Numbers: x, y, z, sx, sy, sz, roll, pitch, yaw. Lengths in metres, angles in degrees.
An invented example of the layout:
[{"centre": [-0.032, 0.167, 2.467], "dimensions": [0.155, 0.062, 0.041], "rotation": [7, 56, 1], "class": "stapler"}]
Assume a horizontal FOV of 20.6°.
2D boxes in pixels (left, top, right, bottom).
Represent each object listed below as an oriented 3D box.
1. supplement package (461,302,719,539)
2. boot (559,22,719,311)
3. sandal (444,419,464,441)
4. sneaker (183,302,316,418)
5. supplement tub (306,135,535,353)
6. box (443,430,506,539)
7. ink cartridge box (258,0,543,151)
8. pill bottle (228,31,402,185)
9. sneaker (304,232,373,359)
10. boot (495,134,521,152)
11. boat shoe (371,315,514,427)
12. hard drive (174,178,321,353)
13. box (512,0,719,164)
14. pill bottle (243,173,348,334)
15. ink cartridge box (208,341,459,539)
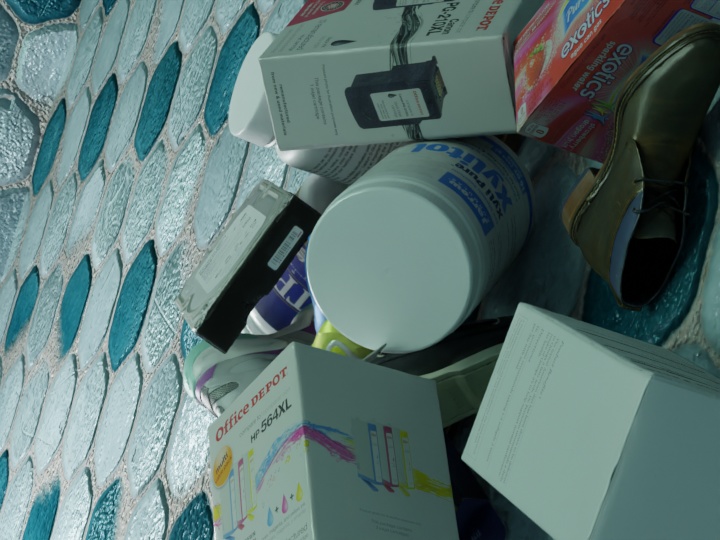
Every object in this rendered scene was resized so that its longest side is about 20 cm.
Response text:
[{"centre": [0.164, 0.108, 1.223], "dimensions": [0.117, 0.117, 0.200], "rotation": [-69, 20, 6], "class": "supplement package"}, {"centre": [0.209, -0.066, 1.340], "dimensions": [0.097, 0.075, 0.200], "rotation": [-110, 34, -41], "class": "boot"}, {"centre": [0.044, 0.093, 1.627], "dimensions": [0.200, 0.055, 0.082], "rotation": [14, 86, 69], "class": "sandal"}, {"centre": [-0.037, 0.097, 1.681], "dimensions": [0.140, 0.200, 0.078], "rotation": [44, 148, 48], "class": "sneaker"}, {"centre": [0.050, -0.028, 1.500], "dimensions": [0.132, 0.132, 0.200], "rotation": [-63, -7, 23], "class": "supplement tub"}, {"centre": [0.035, 0.177, 1.540], "dimensions": [0.121, 0.032, 0.200], "rotation": [-62, 40, 25], "class": "box"}, {"centre": [0.040, -0.164, 1.558], "dimensions": [0.145, 0.200, 0.084], "rotation": [-60, -37, -59], "class": "ink cartridge box"}, {"centre": [-0.006, -0.132, 1.731], "dimensions": [0.113, 0.200, 0.114], "rotation": [-50, 30, 44], "class": "pill bottle"}, {"centre": [0.000, 0.000, 1.614], "dimensions": [0.200, 0.076, 0.105], "rotation": [-75, -22, -65], "class": "sneaker"}, {"centre": [0.072, -0.063, 1.657], "dimensions": [0.074, 0.075, 0.200], "rotation": [31, 106, 64], "class": "boot"}, {"centre": [0.044, 0.078, 1.503], "dimensions": [0.199, 0.075, 0.066], "rotation": [-21, 38, 15], "class": "boat shoe"}, {"centre": [-0.099, -0.008, 1.675], "dimensions": [0.140, 0.038, 0.200], "rotation": [-54, 11, 0], "class": "hard drive"}, {"centre": [0.199, -0.174, 1.388], "dimensions": [0.200, 0.102, 0.095], "rotation": [128, 153, -44], "class": "box"}, {"centre": [-0.042, 0.003, 1.828], "dimensions": [0.200, 0.120, 0.120], "rotation": [-50, 30, 46], "class": "pill bottle"}, {"centre": [-0.022, 0.155, 1.388], "dimensions": [0.129, 0.125, 0.200], "rotation": [-45, 40, 39], "class": "ink cartridge box"}]
